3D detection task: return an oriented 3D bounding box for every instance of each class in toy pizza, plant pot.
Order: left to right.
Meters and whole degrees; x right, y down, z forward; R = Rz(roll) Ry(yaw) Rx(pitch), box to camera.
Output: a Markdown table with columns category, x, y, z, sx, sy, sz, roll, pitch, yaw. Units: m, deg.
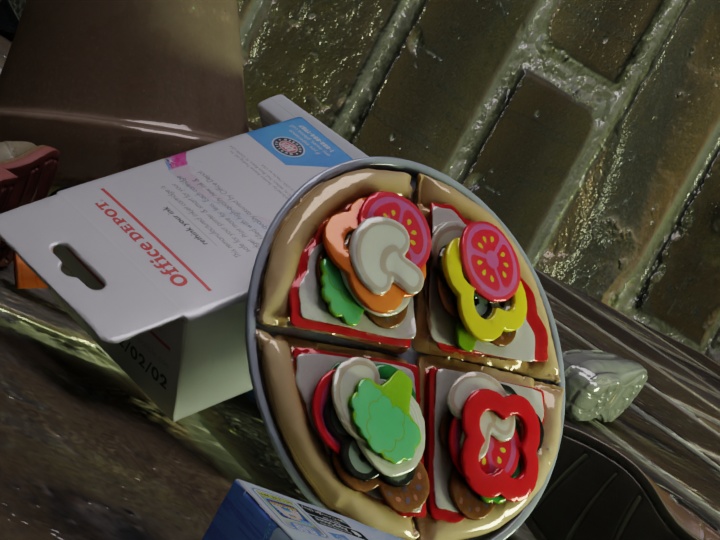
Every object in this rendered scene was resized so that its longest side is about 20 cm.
| category | x | y | z | sx | sy | sz | roll | pitch | yaw |
| --- | --- | --- | --- | --- | --- | --- | --- | --- | --- |
| plant pot | -0.150 | -0.131 | 1.258 | 0.198 | 0.176 | 0.200 | 8 | 0 | 0 |
| toy pizza | 0.031 | 0.040 | 0.949 | 0.199 | 0.202 | 0.032 | 26 | -28 | -31 |

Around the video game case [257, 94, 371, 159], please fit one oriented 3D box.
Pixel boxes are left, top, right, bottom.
| category | x | y | z | sx | sy | sz | roll | pitch | yaw |
| --- | --- | --- | --- | --- | --- | --- | --- | --- | --- |
| video game case | 0.000 | 0.000 | 1.196 | 0.200 | 0.024 | 0.183 | 41 | -29 | 62 |

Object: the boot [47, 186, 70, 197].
| category | x | y | z | sx | sy | sz | roll | pitch | yaw |
| --- | --- | --- | --- | --- | --- | --- | --- | --- | --- |
| boot | -0.118 | -0.004 | 1.198 | 0.199 | 0.066 | 0.164 | 17 | 11 | -46 |

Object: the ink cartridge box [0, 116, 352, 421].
| category | x | y | z | sx | sy | sz | roll | pitch | yaw |
| --- | --- | --- | --- | --- | --- | --- | --- | --- | --- |
| ink cartridge box | -0.077 | 0.001 | 0.987 | 0.199 | 0.068 | 0.115 | -20 | 46 | -36 |

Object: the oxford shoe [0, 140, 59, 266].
| category | x | y | z | sx | sy | sz | roll | pitch | yaw |
| --- | --- | --- | --- | --- | --- | --- | --- | --- | --- |
| oxford shoe | -0.211 | -0.046 | 1.040 | 0.074 | 0.071 | 0.200 | 24 | 5 | 2 |

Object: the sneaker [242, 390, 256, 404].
| category | x | y | z | sx | sy | sz | roll | pitch | yaw |
| --- | --- | --- | --- | --- | --- | --- | --- | --- | --- |
| sneaker | -0.003 | 0.048 | 1.081 | 0.199 | 0.083 | 0.074 | 28 | 44 | 9 |

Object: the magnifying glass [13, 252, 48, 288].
| category | x | y | z | sx | sy | sz | roll | pitch | yaw |
| --- | --- | --- | --- | --- | --- | --- | --- | --- | --- |
| magnifying glass | -0.087 | -0.005 | 1.065 | 0.198 | 0.023 | 0.080 | -3 | 40 | -13 |

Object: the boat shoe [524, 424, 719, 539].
| category | x | y | z | sx | sy | sz | roll | pitch | yaw |
| --- | --- | --- | --- | --- | --- | --- | --- | --- | --- |
| boat shoe | 0.163 | 0.160 | 1.129 | 0.200 | 0.072 | 0.068 | 40 | 3 | 7 |

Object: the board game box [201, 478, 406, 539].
| category | x | y | z | sx | sy | sz | roll | pitch | yaw |
| --- | --- | --- | --- | --- | --- | --- | --- | --- | --- |
| board game box | 0.063 | 0.162 | 0.699 | 0.199 | 0.044 | 0.199 | 25 | 6 | -37 |

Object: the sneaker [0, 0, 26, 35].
| category | x | y | z | sx | sy | sz | roll | pitch | yaw |
| --- | --- | --- | --- | --- | --- | --- | --- | --- | --- |
| sneaker | -0.352 | -0.287 | 2.384 | 0.202 | 0.077 | 0.146 | 31 | 9 | 31 |

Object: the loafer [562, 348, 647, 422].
| category | x | y | z | sx | sy | sz | roll | pitch | yaw |
| --- | --- | --- | --- | --- | --- | --- | --- | --- | --- |
| loafer | 0.219 | 0.102 | 1.855 | 0.070 | 0.070 | 0.200 | 40 | 10 | 20 |
